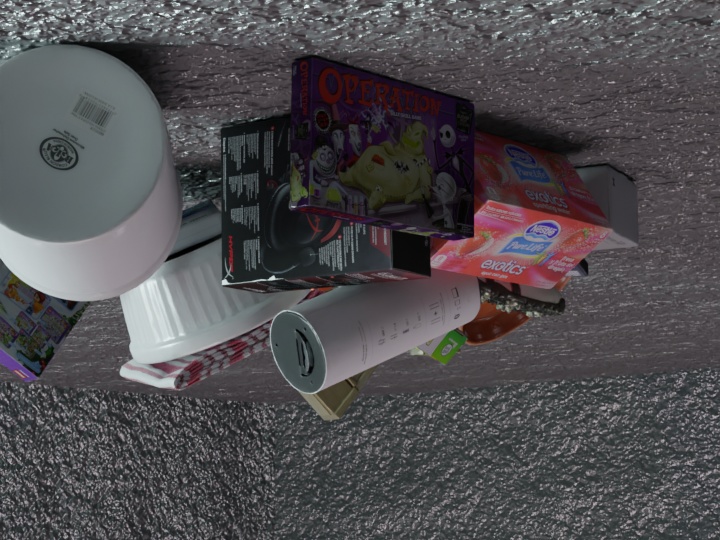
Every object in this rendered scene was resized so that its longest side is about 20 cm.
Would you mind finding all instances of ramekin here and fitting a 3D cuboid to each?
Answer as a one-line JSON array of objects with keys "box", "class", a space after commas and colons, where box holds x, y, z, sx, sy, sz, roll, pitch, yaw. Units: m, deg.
[{"box": [-0.159, 0.013, 1.707, 0.202, 0.094, 0.202, -22, -170, 4], "class": "ramekin"}]

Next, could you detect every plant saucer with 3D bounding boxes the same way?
[{"box": [0.186, 0.006, 1.929, 0.200, 0.032, 0.200, -33, 155, -18], "class": "plant saucer"}]

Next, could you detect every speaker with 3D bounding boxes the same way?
[{"box": [0.015, 0.044, 1.514, 0.200, 0.081, 0.081, -23, -174, -37], "class": "speaker"}]

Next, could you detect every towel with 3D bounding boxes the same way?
[{"box": [-0.145, 0.068, 1.728, 0.200, 0.030, 0.146, -27, -167, -28], "class": "towel"}]

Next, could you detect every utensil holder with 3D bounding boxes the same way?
[{"box": [-0.230, -0.075, 1.324, 0.170, 0.170, 0.200, 0, 169, -4], "class": "utensil holder"}]

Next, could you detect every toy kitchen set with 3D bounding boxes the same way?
[{"box": [0.000, 0.079, 2.326, 0.163, 0.200, 0.180, 50, 147, -19], "class": "toy kitchen set"}]

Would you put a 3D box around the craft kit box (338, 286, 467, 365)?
[{"box": [0.000, 0.000, 1.713, 0.200, 0.049, 0.198, 43, -179, 32], "class": "craft kit box"}]

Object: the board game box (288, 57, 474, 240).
[{"box": [0.022, -0.096, 1.351, 0.032, 0.120, 0.200, -12, 166, 42], "class": "board game box"}]

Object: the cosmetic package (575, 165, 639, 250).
[{"box": [0.183, -0.058, 1.736, 0.200, 0.071, 0.101, -6, 169, 26], "class": "cosmetic package"}]

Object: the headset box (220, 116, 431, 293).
[{"box": [-0.023, -0.062, 1.461, 0.200, 0.149, 0.075, -7, 171, 30], "class": "headset box"}]

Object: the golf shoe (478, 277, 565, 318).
[{"box": [0.120, -0.015, 1.640, 0.200, 0.088, 0.077, 23, 172, -3], "class": "golf shoe"}]

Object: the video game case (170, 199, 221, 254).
[{"box": [-0.238, -0.020, 1.719, 0.200, 0.024, 0.182, -24, -171, -5], "class": "video game case"}]

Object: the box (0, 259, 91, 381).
[{"box": [-0.343, -0.011, 1.528, 0.200, 0.137, 0.039, 42, 153, -19], "class": "box"}]

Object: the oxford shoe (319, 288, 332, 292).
[{"box": [-0.095, 0.000, 1.862, 0.071, 0.073, 0.200, -6, -154, -27], "class": "oxford shoe"}]

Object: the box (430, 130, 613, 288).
[{"box": [0.130, -0.059, 1.549, 0.200, 0.103, 0.095, 11, 133, -47], "class": "box"}]

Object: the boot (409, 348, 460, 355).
[{"box": [0.093, 0.024, 1.965, 0.072, 0.155, 0.200, 1, 171, -6], "class": "boot"}]

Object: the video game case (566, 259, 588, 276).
[{"box": [0.134, -0.010, 1.749, 0.200, 0.019, 0.143, -1, 171, 15], "class": "video game case"}]
